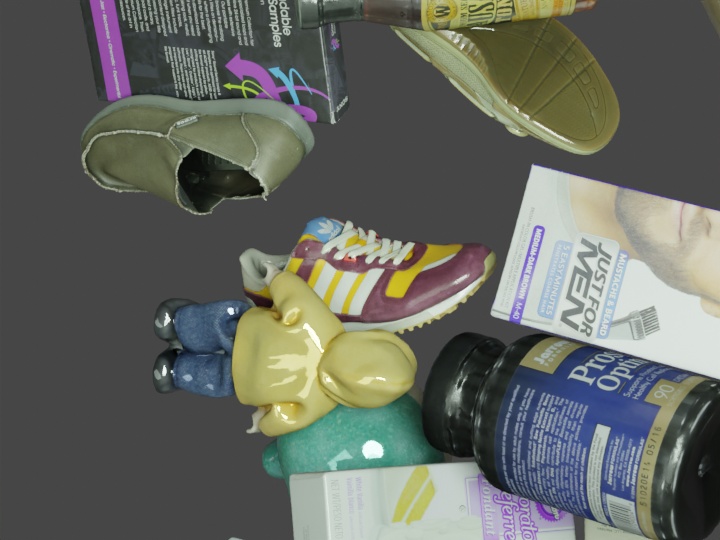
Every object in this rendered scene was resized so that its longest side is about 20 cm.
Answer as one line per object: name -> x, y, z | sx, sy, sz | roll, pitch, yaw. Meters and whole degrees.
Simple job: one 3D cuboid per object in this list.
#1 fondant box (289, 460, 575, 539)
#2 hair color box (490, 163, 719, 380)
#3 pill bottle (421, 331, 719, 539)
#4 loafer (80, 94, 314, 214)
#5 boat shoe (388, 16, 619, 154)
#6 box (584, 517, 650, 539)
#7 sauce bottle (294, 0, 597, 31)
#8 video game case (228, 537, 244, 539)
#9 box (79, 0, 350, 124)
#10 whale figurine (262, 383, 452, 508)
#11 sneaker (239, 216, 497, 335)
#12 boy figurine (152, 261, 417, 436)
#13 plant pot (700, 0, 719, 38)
fondant box -> 0.054, 0.206, 1.535 | 0.058, 0.200, 0.145 | -15, 78, 60
hair color box -> 0.199, 0.006, 1.480 | 0.200, 0.065, 0.110 | 15, 89, 20
pill bottle -> 0.145, 0.106, 1.471 | 0.200, 0.112, 0.112 | 15, 112, 32
loafer -> -0.130, -0.082, 1.607 | 0.200, 0.070, 0.075 | -4, 137, 35
boat shoe -> 0.090, -0.146, 1.511 | 0.200, 0.063, 0.073 | 35, 73, 8
box -> 0.201, 0.233, 1.557 | 0.068, 0.082, 0.201 | 5, 106, 24
sauce bottle -> 0.056, -0.189, 1.458 | 0.199, 0.066, 0.066 | -9, 103, -3
video game case -> -0.005, 0.293, 1.667 | 0.200, 0.024, 0.182 | 13, 132, 19
box -> -0.109, -0.183, 1.589 | 0.200, 0.036, 0.143 | 9, 124, 25
whale figurine -> -0.010, 0.170, 1.627 | 0.159, 0.104, 0.200 | 22, 116, 18
sneaker -> 0.000, 0.000, 1.586 | 0.200, 0.075, 0.090 | -18, 103, 28
boy figurine -> -0.052, 0.056, 1.564 | 0.200, 0.064, 0.125 | 3, 96, 28
plant pot -> 0.290, -0.177, 1.343 | 0.200, 0.200, 0.174 | -1, 122, 26
